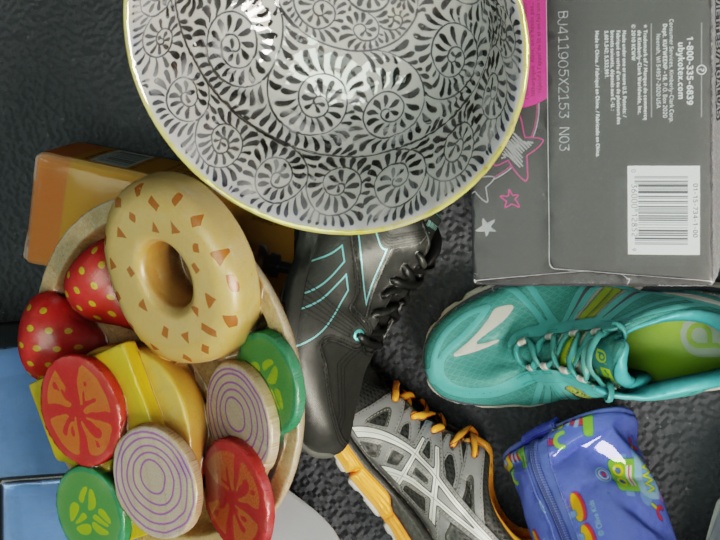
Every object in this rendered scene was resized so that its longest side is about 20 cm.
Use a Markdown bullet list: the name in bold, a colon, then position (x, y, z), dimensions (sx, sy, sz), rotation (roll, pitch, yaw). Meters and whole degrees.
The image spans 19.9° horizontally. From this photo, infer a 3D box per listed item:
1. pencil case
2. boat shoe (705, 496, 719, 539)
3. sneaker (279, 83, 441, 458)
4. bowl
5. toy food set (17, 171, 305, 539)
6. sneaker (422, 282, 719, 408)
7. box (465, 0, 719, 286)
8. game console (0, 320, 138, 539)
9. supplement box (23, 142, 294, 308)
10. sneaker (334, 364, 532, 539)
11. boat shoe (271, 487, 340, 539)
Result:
- **pencil case**: position (0.137, 0.169, 1.095), dimensions (0.078, 0.087, 0.201), rotation (-30, 60, 25)
- **boat shoe**: position (0.217, 0.145, 1.111), dimensions (0.074, 0.086, 0.203), rotation (21, 104, 9)
- **sneaker**: position (0.000, 0.000, 1.080), dimensions (0.079, 0.075, 0.202), rotation (5, 91, 8)
- **bowl**: position (-0.009, -0.128, 1.010), dimensions (0.199, 0.094, 0.202), rotation (6, 120, 11)
- **toy food set**: position (-0.105, 0.059, 1.073), dimensions (0.199, 0.049, 0.199), rotation (-24, 85, 39)
- **sneaker**: position (0.127, 0.039, 1.119), dimensions (0.199, 0.080, 0.078), rotation (-6, 98, 16)
- **box**: position (0.128, -0.100, 1.078), dimensions (0.131, 0.115, 0.201), rotation (0, 100, 13)
- **game console**: position (-0.157, 0.113, 1.154), dimensions (0.199, 0.031, 0.178), rotation (-5, 72, 10)
- **supplement box**: position (-0.086, -0.021, 1.171), dimensions (0.199, 0.069, 0.067), rotation (13, 103, 13)
- **sneaker**: position (0.035, 0.108, 1.162), dimensions (0.077, 0.078, 0.201), rotation (-34, 96, 7)
- **boat shoe**: position (-0.080, 0.123, 1.191), dimensions (0.200, 0.068, 0.072), rotation (39, 80, 20)
